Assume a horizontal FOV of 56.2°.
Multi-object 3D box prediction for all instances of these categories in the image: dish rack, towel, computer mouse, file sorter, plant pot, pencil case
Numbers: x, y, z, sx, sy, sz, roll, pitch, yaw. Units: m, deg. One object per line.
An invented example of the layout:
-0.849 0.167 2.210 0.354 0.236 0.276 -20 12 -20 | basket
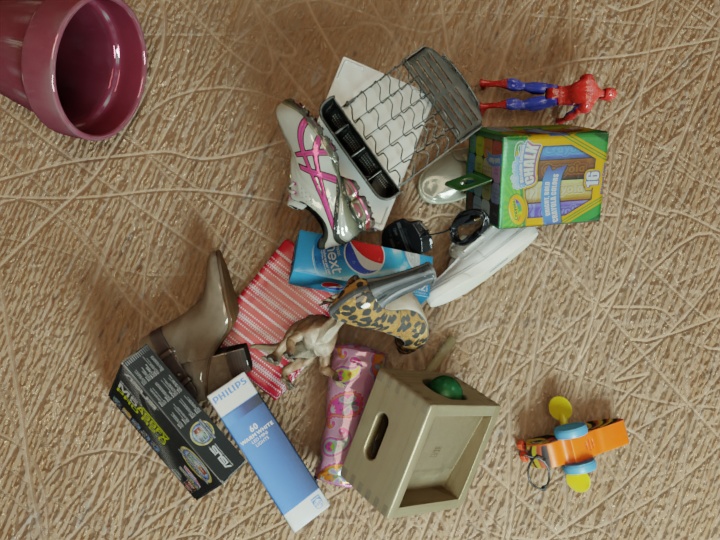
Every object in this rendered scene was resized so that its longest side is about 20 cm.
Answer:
0.061 -0.202 0.894 0.199 0.055 0.154 -36 90 -6 | dish rack
-0.116 0.070 1.001 0.144 0.022 0.201 39 84 2 | towel
0.105 -0.056 0.956 0.034 0.199 0.059 -27 102 -42 | computer mouse
0.000 -0.169 0.976 0.137 0.125 0.202 22 85 -2 | file sorter
-0.430 -0.298 0.944 0.177 0.200 0.202 16 84 14 | plant pot
-0.015 0.207 0.965 0.086 0.087 0.203 9 85 -2 | pencil case

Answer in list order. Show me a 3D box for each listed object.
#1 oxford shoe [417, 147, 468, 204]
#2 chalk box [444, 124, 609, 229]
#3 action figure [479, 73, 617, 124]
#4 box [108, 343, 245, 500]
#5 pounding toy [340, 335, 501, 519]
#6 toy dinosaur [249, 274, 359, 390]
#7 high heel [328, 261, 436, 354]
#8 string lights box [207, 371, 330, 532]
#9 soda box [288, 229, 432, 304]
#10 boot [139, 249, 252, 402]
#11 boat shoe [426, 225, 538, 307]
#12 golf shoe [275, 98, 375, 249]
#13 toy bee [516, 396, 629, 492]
0.178 -0.159 1.019 0.198 0.058 0.076 -21 88 -3 | oxford shoe
0.219 -0.134 0.936 0.198 0.125 0.125 -4 109 -14 | chalk box
0.288 -0.261 1.036 0.198 0.099 0.066 3 87 20 | action figure
-0.254 0.211 0.912 0.200 0.160 0.044 49 55 2 | box
0.086 0.202 0.923 0.183 0.142 0.202 12 102 -44 | pounding toy
-0.062 0.086 0.936 0.086 0.199 0.136 44 52 -27 | toy dinosaur
0.020 0.071 0.896 0.141 0.201 0.072 -18 56 -17 | high heel
-0.123 0.235 0.889 0.059 0.103 0.201 -33 85 -16 | string lights box
0.000 0.000 0.973 0.198 0.068 0.065 11 71 -9 | soda box
-0.241 0.086 0.956 0.145 0.070 0.202 -14 88 4 | boot
0.170 -0.023 1.003 0.199 0.072 0.069 -36 73 -3 | boat shoe
-0.064 -0.124 0.870 0.092 0.073 0.201 -30 89 -4 | golf shoe
0.283 0.249 0.976 0.198 0.108 0.133 13 75 -26 | toy bee
